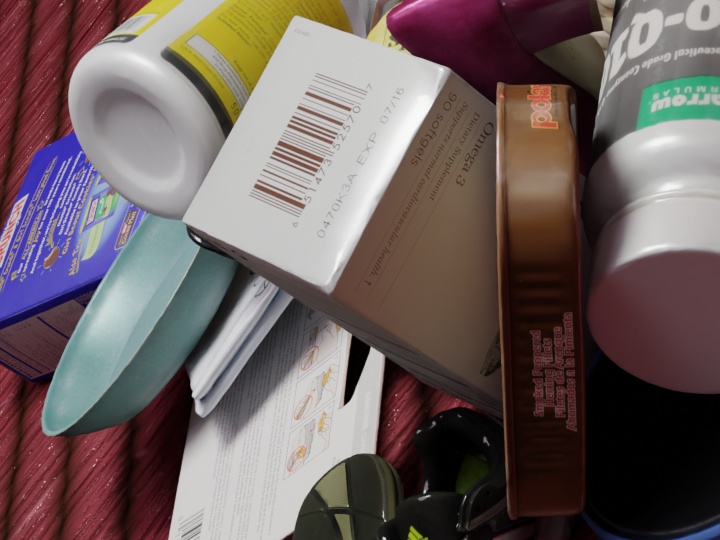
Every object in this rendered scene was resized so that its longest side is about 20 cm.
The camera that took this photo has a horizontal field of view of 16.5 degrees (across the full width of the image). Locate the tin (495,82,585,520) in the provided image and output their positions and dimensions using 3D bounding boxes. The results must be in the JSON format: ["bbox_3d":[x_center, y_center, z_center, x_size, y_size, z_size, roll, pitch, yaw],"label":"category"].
[{"bbox_3d":[0.079,0.014,1.073,0.041,0.201,0.112,-3,31,1],"label":"tin"}]

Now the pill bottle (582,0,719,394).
[{"bbox_3d":[0.157,-0.053,1.090,0.113,0.113,0.201,-28,35,38],"label":"pill bottle"}]

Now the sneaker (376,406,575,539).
[{"bbox_3d":[0.046,0.145,1.136,0.074,0.087,0.201,-27,37,38],"label":"sneaker"}]

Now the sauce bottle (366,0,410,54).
[{"bbox_3d":[0.031,-0.113,1.341,0.066,0.066,0.201,-30,37,36],"label":"sauce bottle"}]

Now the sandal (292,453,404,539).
[{"bbox_3d":[0.004,0.182,1.188,0.079,0.057,0.202,-19,47,32],"label":"sandal"}]

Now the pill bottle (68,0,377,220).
[{"bbox_3d":[-0.067,-0.125,1.422,0.112,0.112,0.200,-16,22,49],"label":"pill bottle"}]

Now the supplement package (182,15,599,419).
[{"bbox_3d":[0.037,-0.016,1.189,0.117,0.200,0.118,23,83,46],"label":"supplement package"}]

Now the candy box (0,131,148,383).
[{"bbox_3d":[-0.169,-0.027,1.697,0.199,0.077,0.170,-20,43,45],"label":"candy box"}]

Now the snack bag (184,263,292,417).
[{"bbox_3d":[-0.052,-0.022,1.452,0.189,0.021,0.200,-55,15,8],"label":"snack bag"}]

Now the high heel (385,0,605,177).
[{"bbox_3d":[0.075,-0.082,1.192,0.095,0.200,0.068,-14,65,5],"label":"high heel"}]

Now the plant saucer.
[{"bbox_3d":[-0.121,0.020,1.477,0.200,0.036,0.200,-51,17,22],"label":"plant saucer"}]

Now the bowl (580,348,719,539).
[{"bbox_3d":[0.173,0.051,1.108,0.200,0.039,0.201,-37,31,27],"label":"bowl"}]

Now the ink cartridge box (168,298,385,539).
[{"bbox_3d":[-0.032,0.089,1.373,0.176,0.045,0.201,-35,32,33],"label":"ink cartridge box"}]

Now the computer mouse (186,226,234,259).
[{"bbox_3d":[0.000,0.000,1.328,0.034,0.199,0.059,44,-112,-74],"label":"computer mouse"}]

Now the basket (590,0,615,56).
[{"bbox_3d":[0.124,-0.221,1.242,0.199,0.199,0.161,26,58,34],"label":"basket"}]
